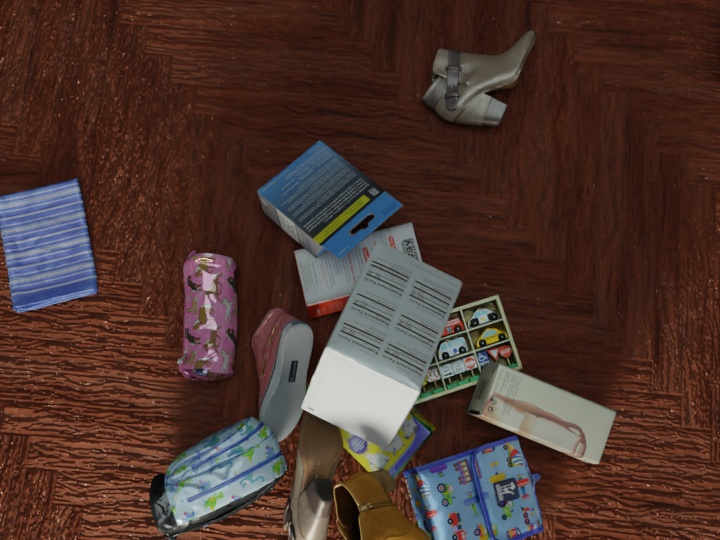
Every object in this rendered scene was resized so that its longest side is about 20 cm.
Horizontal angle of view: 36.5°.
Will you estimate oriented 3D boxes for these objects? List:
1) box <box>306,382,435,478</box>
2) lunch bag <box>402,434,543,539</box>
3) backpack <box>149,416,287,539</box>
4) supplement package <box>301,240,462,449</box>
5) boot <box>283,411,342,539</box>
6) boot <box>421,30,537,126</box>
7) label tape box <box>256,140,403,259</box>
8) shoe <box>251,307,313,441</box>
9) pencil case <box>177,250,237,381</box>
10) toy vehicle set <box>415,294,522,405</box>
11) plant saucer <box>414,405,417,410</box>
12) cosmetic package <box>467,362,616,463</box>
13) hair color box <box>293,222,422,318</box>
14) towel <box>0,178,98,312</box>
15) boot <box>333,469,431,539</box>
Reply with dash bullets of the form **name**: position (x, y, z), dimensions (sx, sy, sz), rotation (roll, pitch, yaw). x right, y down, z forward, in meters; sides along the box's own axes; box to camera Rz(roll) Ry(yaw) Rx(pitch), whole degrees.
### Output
- **box**: position (0.006, 0.221, 1.695), dimensions (0.200, 0.048, 0.118), rotation (42, 101, 14)
- **lunch bag**: position (0.185, 0.351, 1.677), dimensions (0.197, 0.094, 0.153), rotation (-15, 80, -14)
- **backpack**: position (-0.209, 0.307, 1.635), dimensions (0.197, 0.163, 0.156), rotation (-11, 81, 0)
- **supplement package**: position (0.030, 0.110, 1.589), dimensions (0.145, 0.192, 0.201), rotation (25, 55, 1)
- **boot**: position (-0.080, 0.324, 1.648), dimensions (0.069, 0.147, 0.202), rotation (13, 43, -15)
- **boot**: position (0.195, -0.337, 1.830), dimensions (0.144, 0.070, 0.202), rotation (23, 78, 7)
- **label tape box**: position (-0.046, -0.098, 1.736), dimensions (0.144, 0.064, 0.200), rotation (-40, 61, -19)
- **shoe**: position (-0.132, 0.163, 1.722), dimensions (0.071, 0.091, 0.203), rotation (5, 104, -34)
- **pencil case**: position (-0.242, 0.073, 1.732), dimensions (0.082, 0.086, 0.203), rotation (-7, 75, 30)
- **toy vehicle set**: position (0.147, 0.129, 1.738), dimensions (0.197, 0.027, 0.126), rotation (-17, 79, -9)
- **plant saucer**: position (0.033, 0.145, 1.748), dimensions (0.069, 0.019, 0.203), rotation (-15, 77, -4)
- **cosmetic package**: position (0.275, 0.218, 1.674), dimensions (0.197, 0.103, 0.088), rotation (22, 82, -4)
- **hair color box**: position (0.000, 0.000, 1.751), dimensions (0.197, 0.061, 0.103), rotation (-13, 68, -2)
- **towel**: position (-0.515, -0.042, 1.785), dimensions (0.143, 0.024, 0.203), rotation (-13, 78, -4)
- **boot**: position (0.032, 0.389, 1.577), dimensions (0.070, 0.143, 0.203), rotation (-32, 79, 27)
